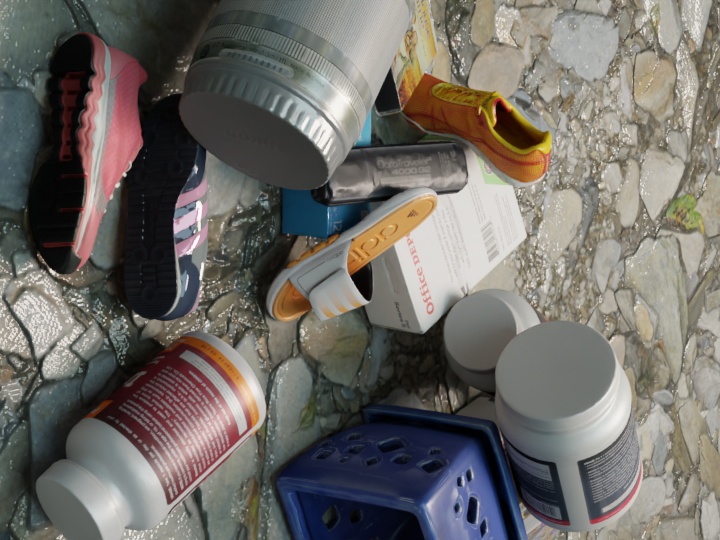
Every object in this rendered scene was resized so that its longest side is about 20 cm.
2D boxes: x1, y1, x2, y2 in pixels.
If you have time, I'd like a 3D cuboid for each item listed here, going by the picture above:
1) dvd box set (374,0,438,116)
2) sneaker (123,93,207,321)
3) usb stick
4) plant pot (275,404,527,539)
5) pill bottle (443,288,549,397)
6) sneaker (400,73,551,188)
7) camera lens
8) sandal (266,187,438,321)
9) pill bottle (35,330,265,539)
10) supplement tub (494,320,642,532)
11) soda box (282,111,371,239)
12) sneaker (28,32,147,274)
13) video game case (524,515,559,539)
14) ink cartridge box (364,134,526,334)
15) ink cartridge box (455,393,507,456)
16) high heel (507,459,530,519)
[{"bbox_3d":[0.034,-0.257,1.417,0.200,0.029,0.148,-61,141,-62],"label":"dvd box set"},{"bbox_3d":[-0.168,-0.055,1.284,0.082,0.069,0.203,15,83,-70],"label":"sneaker"},{"bbox_3d":[0.030,-0.097,1.394,0.198,0.032,0.056,-8,89,-41],"label":"usb stick"},{"bbox_3d":[0.058,0.254,1.473,0.180,0.198,0.202,-41,123,-42],"label":"plant pot"},{"bbox_3d":[0.154,0.081,1.560,0.200,0.109,0.112,30,73,-69],"label":"pill bottle"},{"bbox_3d":[0.116,-0.166,1.474,0.073,0.198,0.078,-48,160,-37],"label":"sneaker"},{"bbox_3d":[-0.053,-0.194,1.230,0.160,0.158,0.202,44,61,-41],"label":"camera lens"},{"bbox_3d":[-0.003,-0.003,1.380,0.206,0.060,0.079,-36,151,13],"label":"sandal"},{"bbox_3d":[-0.185,0.153,1.250,0.200,0.112,0.114,-42,124,-35],"label":"pill bottle"},{"bbox_3d":[0.214,0.162,1.460,0.141,0.139,0.201,-52,144,-28],"label":"supplement tub"},{"bbox_3d":[-0.033,-0.136,1.401,0.064,0.067,0.203,-7,101,-46],"label":"soda box"},{"bbox_3d":[-0.220,-0.094,1.203,0.086,0.073,0.203,10,88,-49],"label":"sneaker"},{"bbox_3d":[0.189,0.337,1.673,0.142,0.018,0.201,-28,150,-42],"label":"video game case"},{"bbox_3d":[0.078,-0.049,1.523,0.200,0.083,0.147,-39,122,-36],"label":"ink cartridge box"},{"bbox_3d":[0.191,0.213,1.687,0.199,0.083,0.147,-29,117,-41],"label":"ink cartridge box"},{"bbox_3d":[0.229,0.235,1.631,0.201,0.071,0.143,-54,144,-18],"label":"high heel"}]
